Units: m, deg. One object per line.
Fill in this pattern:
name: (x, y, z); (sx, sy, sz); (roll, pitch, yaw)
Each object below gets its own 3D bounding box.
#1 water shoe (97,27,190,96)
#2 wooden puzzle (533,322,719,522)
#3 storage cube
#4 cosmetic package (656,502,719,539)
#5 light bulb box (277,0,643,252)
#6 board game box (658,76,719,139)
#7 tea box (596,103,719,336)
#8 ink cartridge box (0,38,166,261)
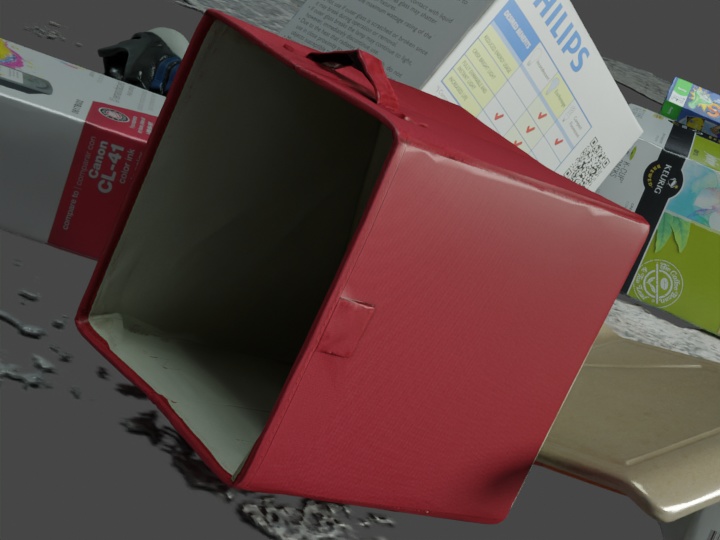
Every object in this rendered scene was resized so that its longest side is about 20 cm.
water shoe: (-0.151, -0.131, 1.333); (0.079, 0.072, 0.200); (-17, 34, -22)
wooden puzzle: (0.144, 0.080, 0.920); (0.185, 0.037, 0.200); (-13, 23, -39)
storage cube: (0.000, 0.000, 0.815); (0.179, 0.201, 0.171); (16, 15, -42)
cosmetic package: (0.264, 0.150, 0.926); (0.199, 0.052, 0.151); (20, 13, -3)
light bulb box: (0.042, -0.084, 1.018); (0.125, 0.200, 0.198); (34, -8, 39)
board game box: (0.335, -0.091, 1.610); (0.135, 0.200, 0.035); (23, 58, 8)
tea box: (0.293, -0.043, 1.458); (0.196, 0.134, 0.200); (23, 16, 9)
ink cartridge box: (-0.224, -0.088, 1.014); (0.199, 0.086, 0.148); (20, 15, -10)
